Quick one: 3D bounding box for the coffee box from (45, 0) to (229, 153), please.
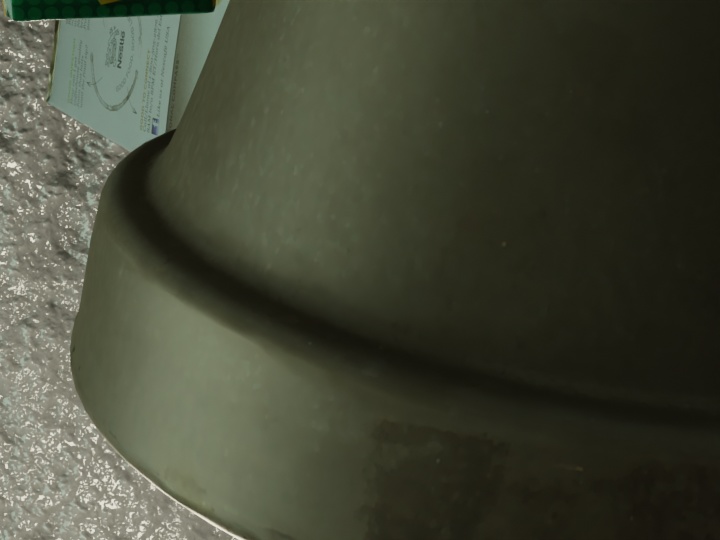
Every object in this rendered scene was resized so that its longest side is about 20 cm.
[{"bbox_3d":[-0.019,-0.072,0.762,0.200,0.114,0.080,29,114,55],"label":"coffee box"}]

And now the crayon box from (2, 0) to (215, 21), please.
[{"bbox_3d":[-0.073,-0.164,0.617,0.200,0.058,0.120,-101,10,-60],"label":"crayon box"}]

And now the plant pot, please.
[{"bbox_3d":[0.048,-0.046,0.441,0.200,0.198,0.176,-104,22,-69],"label":"plant pot"}]
